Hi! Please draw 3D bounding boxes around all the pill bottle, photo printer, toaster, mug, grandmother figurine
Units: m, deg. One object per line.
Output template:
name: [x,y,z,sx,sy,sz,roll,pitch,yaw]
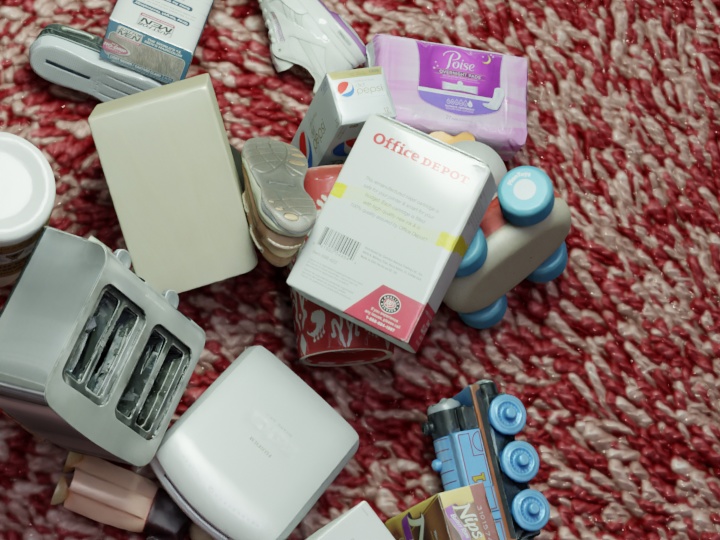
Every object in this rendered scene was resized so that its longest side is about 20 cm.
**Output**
pill bottle: [-0.375,-0.052,1.516,0.113,0.200,0.116,5,71,-15]
photo printer: [-0.113,0.193,1.554,0.166,0.070,0.200,42,47,2]
toaster: [-0.267,0.083,1.447,0.181,0.118,0.202,46,61,-47]
mug: [-0.001,-0.003,1.649,0.175,0.134,0.202,-2,76,-6]
grandmother figurine: [-0.218,0.250,1.544,0.198,0.061,0.122,20,77,-7]

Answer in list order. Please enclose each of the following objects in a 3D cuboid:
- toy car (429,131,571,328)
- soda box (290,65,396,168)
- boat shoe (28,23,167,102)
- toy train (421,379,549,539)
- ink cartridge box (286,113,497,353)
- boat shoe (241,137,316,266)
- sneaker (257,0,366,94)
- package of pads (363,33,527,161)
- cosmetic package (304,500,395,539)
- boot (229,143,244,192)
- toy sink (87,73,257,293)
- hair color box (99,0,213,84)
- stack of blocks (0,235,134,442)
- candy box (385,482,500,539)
toy car: [0.120,-0.071,1.688,0.176,0.185,0.200,-37,62,-3]
soda box: [-0.023,-0.152,1.653,0.067,0.200,0.064,-10,74,-19]
boat shoe: [-0.272,-0.225,1.674,0.199,0.072,0.071,26,43,-19]
toy train: [0.134,0.222,1.638,0.113,0.087,0.202,-7,75,-21]
ink cartridge box: [0.036,-0.039,1.539,0.144,0.083,0.201,26,85,15]
boat shoe: [-0.094,-0.075,1.564,0.075,0.072,0.201,11,30,-13]
sneaker: [-0.088,-0.293,1.737,0.100,0.075,0.200,-44,92,9]
package of pads: [0.099,-0.208,1.775,0.198,0.076,0.122,7,72,-14]
cosmetic package: [-0.034,0.308,1.501,0.107,0.200,0.085,-37,84,-21]
boot: [-0.187,-0.114,1.675,0.199,0.075,0.074,37,27,-18]
toy sink: [-0.194,-0.091,1.578,0.129,0.112,0.202,-16,105,-1]
hair color box: [-0.219,-0.304,1.683,0.099,0.061,0.201,21,45,-9]
stack of blocks: [-0.298,0.080,1.573,0.115,0.059,0.201,35,66,-3]
candy box: [0.089,0.296,1.541,0.056,0.200,0.118,-11,75,-20]
